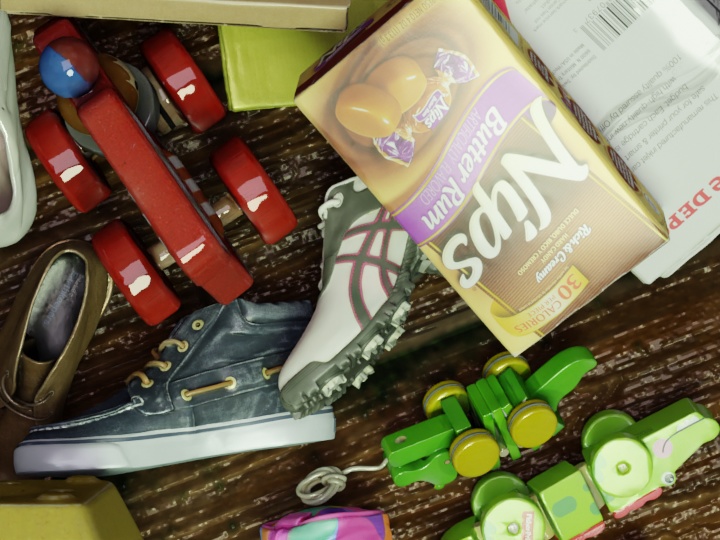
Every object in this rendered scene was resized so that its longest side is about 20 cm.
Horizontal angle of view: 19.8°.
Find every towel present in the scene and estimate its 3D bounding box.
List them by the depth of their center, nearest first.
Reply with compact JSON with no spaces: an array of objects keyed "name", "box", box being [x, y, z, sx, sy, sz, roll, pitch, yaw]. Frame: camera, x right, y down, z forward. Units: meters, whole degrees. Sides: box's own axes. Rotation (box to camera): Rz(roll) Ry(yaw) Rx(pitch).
[{"name":"towel","box":[0.010,-0.148,1.256,0.198,0.018,0.087,-7,86,-17]}]

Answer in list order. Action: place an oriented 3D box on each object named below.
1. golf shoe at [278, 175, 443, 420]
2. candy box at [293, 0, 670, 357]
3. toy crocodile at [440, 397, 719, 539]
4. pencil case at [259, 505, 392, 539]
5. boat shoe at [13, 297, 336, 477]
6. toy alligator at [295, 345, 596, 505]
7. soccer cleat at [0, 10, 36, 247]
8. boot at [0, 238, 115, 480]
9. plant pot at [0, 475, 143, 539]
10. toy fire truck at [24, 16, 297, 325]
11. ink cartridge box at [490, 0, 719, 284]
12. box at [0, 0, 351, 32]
[{"name":"golf shoe","box":[0.000,0.000,1.241,0.088,0.077,0.200,35,67,7]},{"name":"candy box","box":[0.070,-0.064,1.165,0.116,0.057,0.200,-38,105,16]},{"name":"toy crocodile","box":[0.129,0.139,1.255,0.199,0.068,0.062,-29,100,0]},{"name":"pencil case","box":[-0.016,0.242,1.229,0.087,0.088,0.202,-4,80,-2]},{"name":"boat shoe","box":[-0.115,0.071,1.239,0.198,0.071,0.092,-7,84,-21]},{"name":"toy alligator","box":[0.058,0.108,1.262,0.199,0.059,0.055,-27,130,-2]},{"name":"soccer cleat","box":[-0.239,-0.113,1.242,0.069,0.078,0.202,-17,89,-2]},{"name":"boot","box":[-0.207,0.075,1.243,0.073,0.075,0.202,21,90,-4]},{"name":"plant pot","box":[-0.196,0.216,1.119,0.193,0.194,0.202,1,91,2]},{"name":"toy fire truck","box":[-0.127,-0.070,1.192,0.112,0.168,0.201,-33,77,-2]},{"name":"ink cartridge box","box":[0.154,-0.115,1.210,0.200,0.084,0.145,42,117,-11]},{"name":"box","box":[-0.103,-0.198,1.220,0.198,0.164,0.021,3,130,-1]}]
